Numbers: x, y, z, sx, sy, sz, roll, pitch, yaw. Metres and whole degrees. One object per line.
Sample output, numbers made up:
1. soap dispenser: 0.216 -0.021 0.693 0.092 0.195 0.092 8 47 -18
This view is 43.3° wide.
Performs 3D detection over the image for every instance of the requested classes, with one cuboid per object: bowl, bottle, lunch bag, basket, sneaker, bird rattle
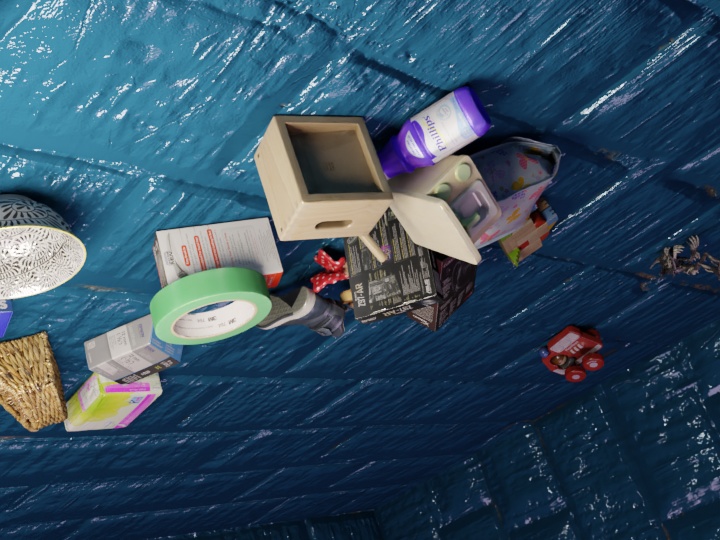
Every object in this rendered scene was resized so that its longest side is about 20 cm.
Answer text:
1. bowl: -0.507 -0.047 1.310 0.199 0.095 0.201 -17 155 -8
2. bottle: 0.107 -0.211 1.445 0.199 0.084 0.065 -29 -179 21
3. lunch bag: 0.254 -0.145 1.635 0.198 0.128 0.170 -21 157 -25
4. basket: -0.645 0.229 1.715 0.147 0.144 0.201 -12 154 -17
5. sneaker: -0.116 0.094 1.835 0.145 0.078 0.201 22 157 -38
6. bird rattle: 0.000 0.000 1.789 0.198 0.114 0.163 -19 172 4

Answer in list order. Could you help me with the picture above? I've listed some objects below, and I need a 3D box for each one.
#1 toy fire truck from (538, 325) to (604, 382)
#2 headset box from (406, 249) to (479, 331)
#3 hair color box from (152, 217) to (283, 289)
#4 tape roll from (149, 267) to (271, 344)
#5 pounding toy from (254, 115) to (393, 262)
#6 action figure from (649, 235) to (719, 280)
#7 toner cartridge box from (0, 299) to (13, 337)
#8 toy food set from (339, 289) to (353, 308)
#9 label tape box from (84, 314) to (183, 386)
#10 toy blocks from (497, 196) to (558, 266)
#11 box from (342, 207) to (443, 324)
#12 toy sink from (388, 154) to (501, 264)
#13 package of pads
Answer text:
1. toy fire truck: 0.640 0.248 2.781 0.167 0.113 0.200 22 138 -22
2. headset box: 0.165 -0.006 1.782 0.149 0.077 0.202 -41 144 -38
3. hair color box: -0.244 -0.018 1.546 0.198 0.112 0.064 -8 155 -23
4. tape roll: -0.250 0.062 1.518 0.198 0.049 0.201 -16 158 -7
5. pounding toy: -0.043 -0.120 1.397 0.198 0.186 0.142 -4 152 -30
6. action figure: 0.846 -0.033 2.340 0.199 0.103 0.119 9 -148 41
7. toner cartridge box: -0.687 0.078 1.494 0.198 0.044 0.095 -2 149 -35
8. toy food set: 0.058 0.034 1.891 0.198 0.049 0.198 -22 178 13
9. label tape box: -0.428 0.154 1.818 0.198 0.067 0.143 -21 155 6
10. toy blocks: 0.348 -0.092 1.879 0.136 0.100 0.200 -35 154 6
11. box: 0.054 -0.021 1.626 0.159 0.202 0.043 -18 157 20
12. toy sink: 0.144 -0.111 1.481 0.112 0.200 0.131 -44 117 -13
13. package of pads: -0.551 0.287 1.994 0.153 0.069 0.200 4 146 -42
